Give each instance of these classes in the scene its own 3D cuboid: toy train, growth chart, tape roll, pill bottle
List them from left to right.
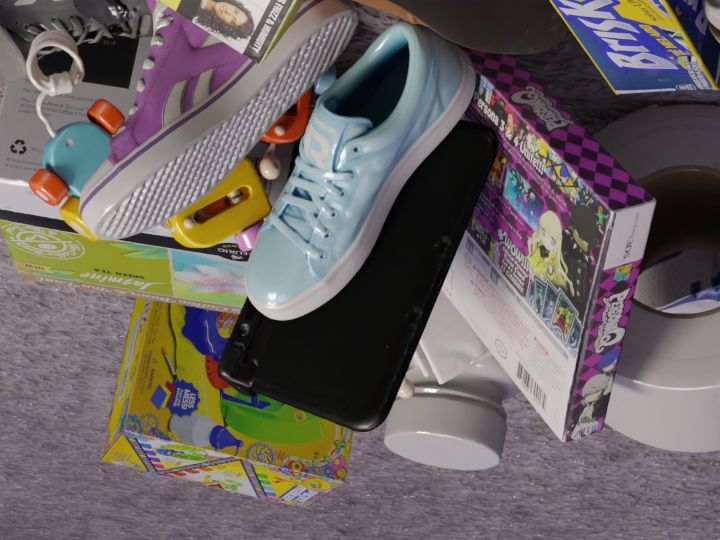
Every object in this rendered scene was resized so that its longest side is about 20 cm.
[{"bbox_3d":[-0.115,-0.087,1.078,0.200,0.151,0.056,0,180,-25],"label":"toy train"},{"bbox_3d":[0.077,0.044,1.324,0.114,0.200,0.114,9,159,4],"label":"pill bottle"},{"bbox_3d":[0.081,0.001,1.239,0.200,0.145,0.018,-23,-164,-20],"label":"growth chart"},{"bbox_3d":[0.221,0.007,1.164,0.202,0.203,0.139,4,159,15],"label":"tape roll"}]

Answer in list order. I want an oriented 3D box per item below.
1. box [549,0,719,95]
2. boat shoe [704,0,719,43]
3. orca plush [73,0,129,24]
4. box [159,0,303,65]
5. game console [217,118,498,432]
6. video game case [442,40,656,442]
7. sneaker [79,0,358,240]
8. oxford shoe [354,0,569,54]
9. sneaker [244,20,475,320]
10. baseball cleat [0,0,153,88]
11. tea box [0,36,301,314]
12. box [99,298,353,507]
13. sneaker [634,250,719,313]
[{"bbox_3d":[0.137,-0.169,0.924,0.064,0.070,0.200,0,157,30],"label":"box"},{"bbox_3d":[0.259,-0.169,0.880,0.200,0.075,0.068,-15,143,34],"label":"boat shoe"},{"bbox_3d":[-0.122,-0.210,0.988,0.200,0.071,0.105,-25,96,41],"label":"orca plush"},{"bbox_3d":[-0.113,-0.194,0.891,0.200,0.050,0.075,34,138,-3],"label":"box"},{"bbox_3d":[0.000,0.000,1.111,0.116,0.200,0.176,23,172,6],"label":"game console"},{"bbox_3d":[0.100,-0.025,1.074,0.036,0.200,0.181,-14,133,-23],"label":"video game case"},{"bbox_3d":[-0.109,-0.114,1.018,0.114,0.200,0.073,42,167,16],"label":"sneaker"},{"bbox_3d":[0.029,-0.176,0.993,0.200,0.071,0.071,16,-172,-18],"label":"oxford shoe"},{"bbox_3d":[-0.017,-0.066,1.031,0.074,0.200,0.082,33,180,36],"label":"sneaker"},{"bbox_3d":[-0.184,-0.151,1.068,0.200,0.107,0.070,9,154,-4],"label":"baseball cleat"},{"bbox_3d":[-0.143,-0.070,1.222,0.200,0.134,0.197,9,160,1],"label":"tea box"},{"bbox_3d":[-0.104,0.079,1.501,0.192,0.200,0.122,15,158,-14],"label":"box"},{"bbox_3d":[0.282,0.012,1.317,0.199,0.081,0.115,-7,151,34],"label":"sneaker"}]
